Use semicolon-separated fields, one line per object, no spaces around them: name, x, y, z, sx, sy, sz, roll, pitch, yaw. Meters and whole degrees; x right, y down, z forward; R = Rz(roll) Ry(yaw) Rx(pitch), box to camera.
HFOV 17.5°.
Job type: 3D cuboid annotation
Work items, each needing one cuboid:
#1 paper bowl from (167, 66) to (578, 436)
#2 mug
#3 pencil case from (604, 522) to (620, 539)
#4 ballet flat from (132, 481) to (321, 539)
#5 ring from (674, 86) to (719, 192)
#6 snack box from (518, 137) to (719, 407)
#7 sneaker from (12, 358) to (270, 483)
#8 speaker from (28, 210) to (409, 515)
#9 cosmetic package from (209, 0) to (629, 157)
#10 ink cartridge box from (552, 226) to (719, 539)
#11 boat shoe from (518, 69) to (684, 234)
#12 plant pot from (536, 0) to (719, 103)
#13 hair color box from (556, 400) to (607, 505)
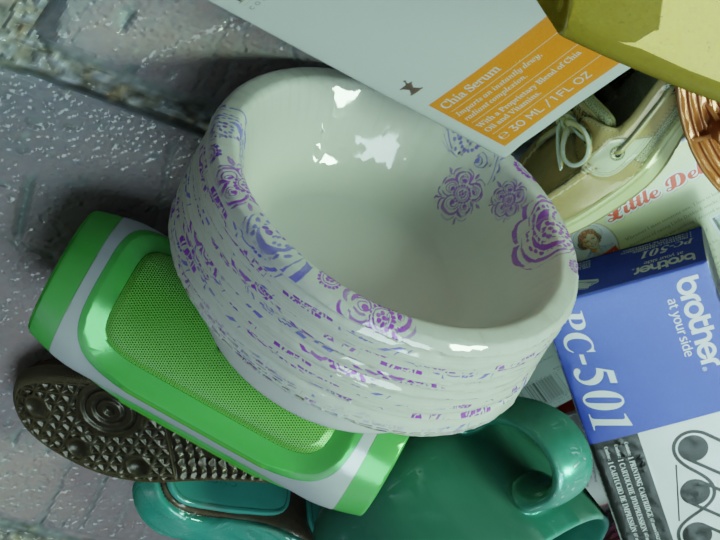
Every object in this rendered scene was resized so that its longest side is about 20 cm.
paper bowl;0.000;0.000;1.165;0.200;0.201;0.105;9;131;-25
mug;0.059;0.135;1.326;0.185;0.115;0.152;-44;160;13
pencil case;0.222;0.168;1.438;0.086;0.083;0.200;-13;170;-25
ballet flat;-0.049;0.141;1.405;0.199;0.068;0.070;15;156;-29
ring;0.250;-0.115;1.184;0.200;0.019;0.201;-10;116;-20
snack box;0.149;-0.010;1.286;0.199;0.037;0.116;-28;117;19
sneaker;-0.092;0.074;1.316;0.199;0.076;0.071;9;126;5
speaker;-0.069;0.048;1.220;0.199;0.089;0.089;29;127;-1
cosmetic package;0.030;-0.140;1.114;0.200;0.072;0.101;25;135;-35
ink cartridge box;0.171;0.082;1.284;0.094;0.044;0.201;-16;115;12
boat shoe;0.144;-0.097;1.209;0.200;0.073;0.063;-39;126;18
plant pot;0.165;-0.176;1.007;0.175;0.200;0.201;3;115;-10
hair color box;0.212;0.067;1.403;0.199;0.061;0.102;-16;138;0
